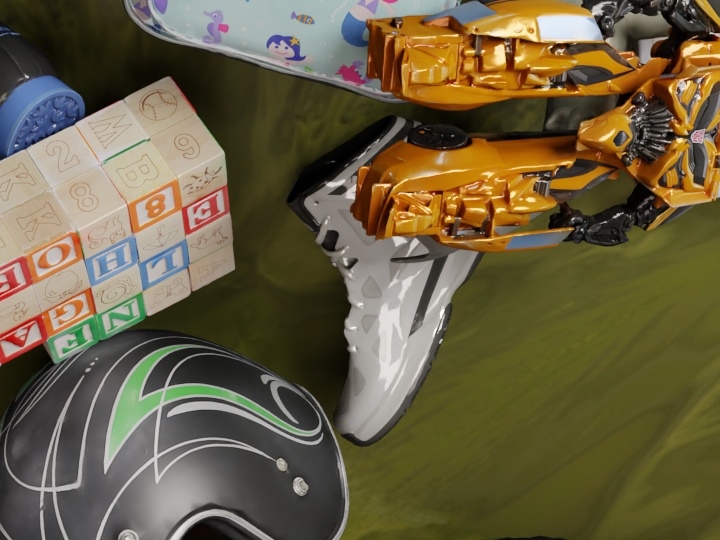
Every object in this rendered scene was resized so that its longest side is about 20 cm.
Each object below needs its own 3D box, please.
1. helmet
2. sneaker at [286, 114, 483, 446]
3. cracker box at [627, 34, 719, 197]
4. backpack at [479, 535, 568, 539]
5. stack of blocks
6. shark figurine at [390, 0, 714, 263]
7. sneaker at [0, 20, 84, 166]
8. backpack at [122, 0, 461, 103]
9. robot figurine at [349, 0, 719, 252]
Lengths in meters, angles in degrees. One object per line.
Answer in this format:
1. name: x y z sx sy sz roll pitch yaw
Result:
1. helmet: -0.124 0.131 0.857 0.189 0.200 0.201 8 121 -31
2. sneaker: 0.000 0.000 0.885 0.115 0.076 0.202 22 108 -8
3. cracker box: 0.210 -0.141 0.822 0.133 0.058 0.201 -8 120 1
4. backpack: 0.127 0.256 0.990 0.198 0.167 0.128 3 104 -25
5. stack of blocks: -0.166 -0.005 0.791 0.199 0.059 0.115 -29 154 -18
6. shark figurine: 0.100 -0.088 0.799 0.127 0.090 0.216 19 95 -3
7. sneaker: -0.207 -0.051 0.832 0.078 0.070 0.201 46 134 18
8. backpack: -0.018 -0.191 0.724 0.176 0.151 0.201 15 113 -13
9. robot figurine: 0.097 -0.069 0.713 0.198 0.058 0.146 -5 119 -19
